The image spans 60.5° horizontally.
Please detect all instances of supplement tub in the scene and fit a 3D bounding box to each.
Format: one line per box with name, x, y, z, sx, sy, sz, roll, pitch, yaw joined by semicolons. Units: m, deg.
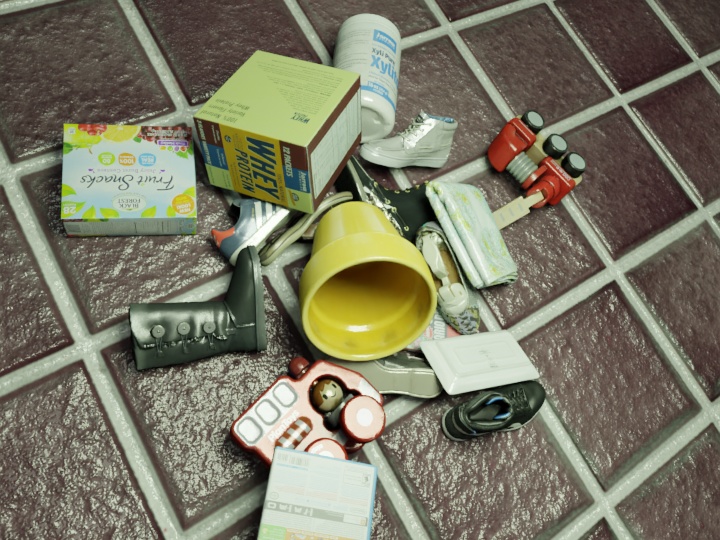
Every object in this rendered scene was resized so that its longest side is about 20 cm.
supplement tub;0.007;-0.353;1.145;0.130;0.132;0.203;11;66;-11

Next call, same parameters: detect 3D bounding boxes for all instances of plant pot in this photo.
plant pot;0.000;0.000;0.944;0.197;0.203;0.190;3;39;-14

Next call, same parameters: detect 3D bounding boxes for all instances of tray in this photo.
tray;0.200;0.141;1.013;0.197;0.022;0.108;-3;46;-30

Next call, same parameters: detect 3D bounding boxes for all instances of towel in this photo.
towel;0.200;-0.065;1.075;0.170;0.048;0.202;-4;66;-60

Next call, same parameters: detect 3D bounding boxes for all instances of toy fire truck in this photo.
toy fire truck;0.301;-0.178;1.177;0.176;0.129;0.199;47;54;7
toy fire truck;-0.068;0.216;0.897;0.168;0.112;0.200;43;63;5

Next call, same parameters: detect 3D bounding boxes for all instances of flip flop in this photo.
flip flop;-0.087;-0.065;1.033;0.200;0.081;0.058;-44;101;-25

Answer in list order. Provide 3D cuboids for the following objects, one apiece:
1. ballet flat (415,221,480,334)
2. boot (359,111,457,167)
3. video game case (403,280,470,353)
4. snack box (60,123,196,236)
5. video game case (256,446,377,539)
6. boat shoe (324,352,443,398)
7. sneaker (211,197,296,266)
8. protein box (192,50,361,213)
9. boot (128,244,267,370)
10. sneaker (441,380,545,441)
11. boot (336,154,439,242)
ballet flat;0.139;0.014;1.032;0.071;0.072;0.203;-17;82;-22
boot;0.090;-0.243;1.116;0.198;0.097;0.074;-8;37;-38
video game case;0.094;0.068;1.058;0.197;0.017;0.145;11;66;-11
snack box;-0.365;-0.144;0.986;0.196;0.068;0.171;-2;68;-16
video game case;-0.058;0.336;0.771;0.141;0.018;0.203;14;62;-10
boat shoe;0.036;0.162;0.989;0.196;0.057;0.068;12;101;-7
sneaker;-0.164;-0.101;1.022;0.084;0.075;0.200;43;64;0
protein box;-0.124;-0.229;1.003;0.196;0.136;0.201;17;52;16
boot;-0.245;0.052;0.923;0.196;0.066;0.168;-5;89;-16
sneaker;0.235;0.219;0.983;0.197;0.112;0.074;-16;74;-21
boot;0.055;-0.135;1.103;0.152;0.073;0.206;-26;82;-27
